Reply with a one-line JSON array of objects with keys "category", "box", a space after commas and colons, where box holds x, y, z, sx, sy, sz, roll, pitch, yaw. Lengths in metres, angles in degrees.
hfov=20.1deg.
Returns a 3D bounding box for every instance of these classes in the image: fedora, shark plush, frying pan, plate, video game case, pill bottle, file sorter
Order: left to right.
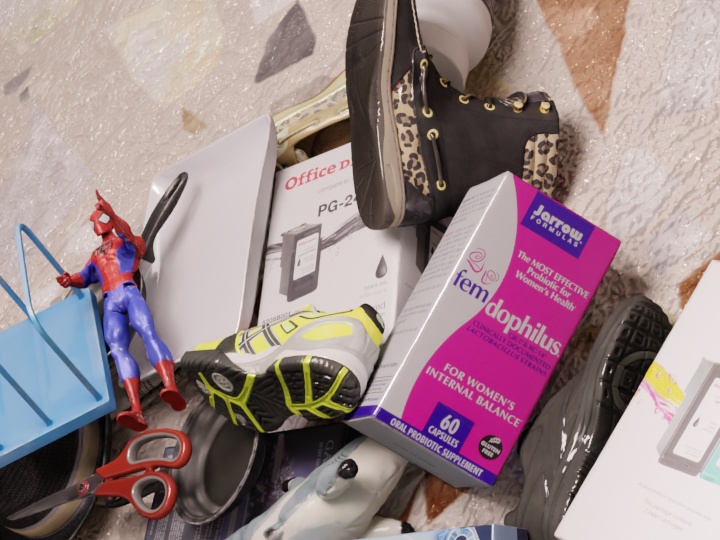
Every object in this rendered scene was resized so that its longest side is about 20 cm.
[{"category": "file sorter", "box": [-0.320, 0.074, 1.641, 0.200, 0.123, 0.139, -27, 43, 7]}, {"category": "fedora", "box": [-0.300, 0.156, 1.732, 0.200, 0.091, 0.201, -20, 63, 45]}, {"category": "frying pan", "box": [-0.207, 0.007, 1.730, 0.115, 0.031, 0.191, -1, 61, 48]}, {"category": "frying pan", "box": [-0.132, 0.169, 1.605, 0.190, 0.031, 0.115, -48, 37, 27]}, {"category": "plate", "box": [-0.129, -0.010, 1.677, 0.200, 0.032, 0.200, -23, 53, 53]}, {"category": "video game case", "box": [-0.093, 0.197, 1.597, 0.200, 0.019, 0.143, -11, 57, 37]}, {"category": "shark plush", "box": [-0.040, 0.185, 1.520, 0.200, 0.091, 0.083, -40, 31, 23]}, {"category": "pill bottle", "box": [0.056, -0.223, 1.653, 0.110, 0.111, 0.200, -21, 41, 32]}]

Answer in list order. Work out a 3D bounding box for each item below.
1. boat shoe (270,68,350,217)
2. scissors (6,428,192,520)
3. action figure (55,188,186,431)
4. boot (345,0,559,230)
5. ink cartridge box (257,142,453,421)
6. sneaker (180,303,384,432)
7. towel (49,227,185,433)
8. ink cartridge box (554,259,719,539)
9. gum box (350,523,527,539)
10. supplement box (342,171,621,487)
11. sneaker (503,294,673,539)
[{"category": "boat shoe", "box": [-0.030, -0.106, 1.703, 0.200, 0.073, 0.063, -42, 40, 13]}, {"category": "scissors", "box": [-0.212, 0.167, 1.639, 0.200, 0.014, 0.073, -8, 69, 40]}, {"category": "action figure", "box": [-0.201, 0.020, 1.630, 0.065, 0.099, 0.200, -27, 54, 12]}, {"category": "boot", "box": [0.070, -0.128, 1.533, 0.073, 0.150, 0.201, 158, 112, -66]}, {"category": "ink cartridge box", "box": [0.000, 0.000, 1.594, 0.145, 0.083, 0.201, -19, 53, 35]}, {"category": "sneaker", "box": [-0.054, 0.068, 1.503, 0.200, 0.075, 0.076, -4, 40, 47]}, {"category": "towel", "box": [-0.197, 0.038, 1.790, 0.200, 0.035, 0.193, -39, 43, 18]}, {"category": "ink cartridge box", "box": [0.251, 0.125, 1.228, 0.146, 0.147, 0.200, 23, 80, 49]}, {"category": "gum box", "box": [0.024, 0.268, 1.387, 0.200, 0.044, 0.171, -12, 72, 37]}, {"category": "supplement box", "box": [0.086, 0.043, 1.444, 0.200, 0.101, 0.103, -62, 8, -11]}, {"category": "sneaker", "box": [0.152, 0.106, 1.394, 0.091, 0.076, 0.200, 2, 62, 52]}]
